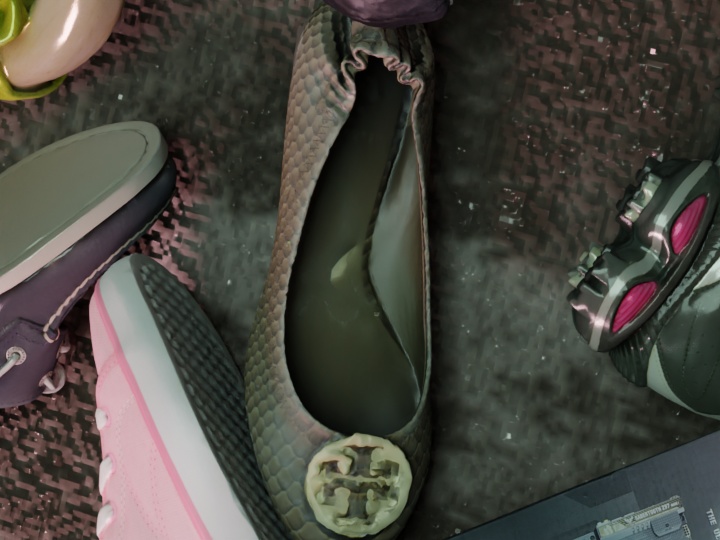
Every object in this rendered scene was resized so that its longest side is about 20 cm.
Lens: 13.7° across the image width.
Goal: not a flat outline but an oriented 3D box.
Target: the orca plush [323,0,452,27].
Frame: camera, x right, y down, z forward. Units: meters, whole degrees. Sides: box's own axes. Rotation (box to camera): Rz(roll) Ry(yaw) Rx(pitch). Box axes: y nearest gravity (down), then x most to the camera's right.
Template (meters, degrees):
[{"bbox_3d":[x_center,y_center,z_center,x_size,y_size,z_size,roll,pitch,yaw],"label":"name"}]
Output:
[{"bbox_3d":[-0.035,-0.161,1.019,0.071,0.105,0.200,-21,79,-1],"label":"orca plush"}]

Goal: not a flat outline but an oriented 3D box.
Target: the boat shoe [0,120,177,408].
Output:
[{"bbox_3d":[-0.138,0.021,1.100,0.200,0.073,0.063,-37,118,12],"label":"boat shoe"}]

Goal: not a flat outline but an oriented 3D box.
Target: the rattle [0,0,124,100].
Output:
[{"bbox_3d":[-0.148,-0.149,1.031,0.130,0.143,0.200,62,140,35],"label":"rattle"}]

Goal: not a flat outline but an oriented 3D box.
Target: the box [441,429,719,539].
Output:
[{"bbox_3d":[0.100,0.162,0.941,0.157,0.051,0.201,-25,79,23],"label":"box"}]

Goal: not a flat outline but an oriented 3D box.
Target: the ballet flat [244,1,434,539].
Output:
[{"bbox_3d":[0.000,0.000,1.028,0.067,0.046,0.201,5,87,-20],"label":"ballet flat"}]

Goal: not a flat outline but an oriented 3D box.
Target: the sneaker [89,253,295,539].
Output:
[{"bbox_3d":[-0.075,0.101,1.050,0.104,0.075,0.201,-25,83,14],"label":"sneaker"}]

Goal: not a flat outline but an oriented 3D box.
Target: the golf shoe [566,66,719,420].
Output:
[{"bbox_3d":[0.150,-0.043,0.976,0.088,0.077,0.200,33,103,-1],"label":"golf shoe"}]
